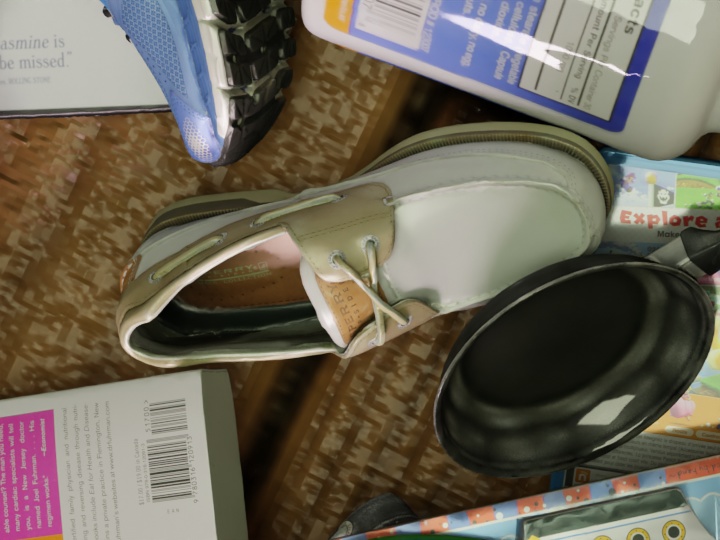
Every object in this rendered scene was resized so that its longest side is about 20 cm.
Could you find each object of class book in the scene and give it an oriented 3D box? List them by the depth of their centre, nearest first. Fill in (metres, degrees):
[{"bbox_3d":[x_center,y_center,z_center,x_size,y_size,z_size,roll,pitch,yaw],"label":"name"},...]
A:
[{"bbox_3d":[-0.140,0.117,1.062,0.199,0.048,0.135,-8,84,22],"label":"book"}]

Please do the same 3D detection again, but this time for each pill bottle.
[{"bbox_3d":[0.087,-0.108,1.000,0.199,0.112,0.113,20,98,5],"label":"pill bottle"}]

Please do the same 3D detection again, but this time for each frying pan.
[{"bbox_3d":[0.096,0.007,0.990,0.190,0.114,0.031,-57,42,31],"label":"frying pan"}]

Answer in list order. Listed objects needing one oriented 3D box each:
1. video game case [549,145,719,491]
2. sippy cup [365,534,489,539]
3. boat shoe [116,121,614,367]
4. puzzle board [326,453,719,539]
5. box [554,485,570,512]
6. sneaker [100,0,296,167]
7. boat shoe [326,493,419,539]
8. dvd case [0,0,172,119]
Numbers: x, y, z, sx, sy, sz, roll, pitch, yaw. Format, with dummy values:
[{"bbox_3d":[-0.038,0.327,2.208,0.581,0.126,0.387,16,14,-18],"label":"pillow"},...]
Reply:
[{"bbox_3d":[0.150,0.060,1.057,0.142,0.018,0.201,9,97,8],"label":"video game case"},{"bbox_3d":[0.047,0.173,0.935,0.177,0.140,0.131,12,98,6],"label":"sippy cup"},{"bbox_3d":[0.000,0.000,1.021,0.199,0.069,0.075,-14,118,25],"label":"boat shoe"},{"bbox_3d":[0.068,0.161,1.003,0.199,0.017,0.152,-12,90,-5],"label":"puzzle board"},{"bbox_3d":[0.133,0.186,1.052,0.199,0.032,0.122,31,109,0],"label":"box"},{"bbox_3d":[-0.092,-0.131,1.031,0.089,0.078,0.201,-23,89,24],"label":"sneaker"},{"bbox_3d":[-0.033,0.173,1.072,0.200,0.072,0.068,-54,53,23],"label":"boat shoe"},{"bbox_3d":[-0.113,-0.162,1.069,0.142,0.018,0.201,-2,95,9],"label":"dvd case"}]
